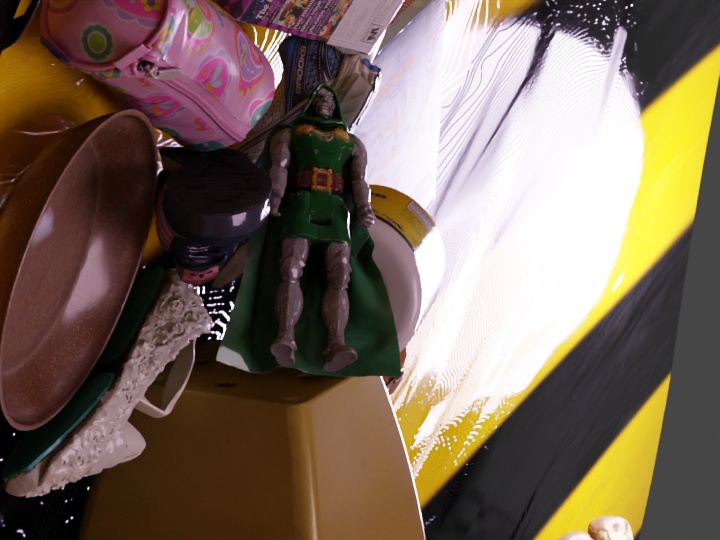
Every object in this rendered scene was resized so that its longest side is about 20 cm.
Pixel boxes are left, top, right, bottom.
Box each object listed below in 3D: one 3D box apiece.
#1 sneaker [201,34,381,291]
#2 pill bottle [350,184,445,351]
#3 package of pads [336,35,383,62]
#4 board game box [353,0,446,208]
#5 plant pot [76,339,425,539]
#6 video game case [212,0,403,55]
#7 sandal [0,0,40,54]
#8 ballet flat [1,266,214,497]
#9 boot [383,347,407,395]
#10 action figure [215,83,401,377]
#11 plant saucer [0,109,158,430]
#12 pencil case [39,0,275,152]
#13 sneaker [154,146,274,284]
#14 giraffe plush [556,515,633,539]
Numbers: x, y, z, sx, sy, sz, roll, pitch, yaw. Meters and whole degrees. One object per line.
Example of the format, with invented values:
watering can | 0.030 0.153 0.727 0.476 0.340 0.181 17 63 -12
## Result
sneaker | -0.067 -0.078 1.534 0.200 0.085 0.077 -56 179 17
pill bottle | 0.000 0.000 1.564 0.200 0.112 0.113 -50 153 -77
package of pads | 0.001 -0.266 1.564 0.155 0.068 0.201 61 48 -64
board game box | 0.005 -0.098 1.737 0.200 0.041 0.200 -47 147 -48
plant pot | -0.075 0.152 1.537 0.200 0.199 0.177 -25 118 -63
video game case | 0.008 -0.238 1.415 0.200 0.036 0.181 -57 157 15
sandal | -0.193 -0.149 1.188 0.076 0.043 0.201 15 91 -70
ballet flat | -0.151 0.080 1.415 0.200 0.072 0.072 -57 154 -36
boot | -0.018 0.074 1.710 0.155 0.077 0.200 -37 148 -32
action figure | -0.029 -0.032 1.424 0.055 0.118 0.201 119 -25 -59
plant saucer | -0.179 -0.005 1.316 0.200 0.037 0.201 21 90 -77
pencil case | -0.119 -0.130 1.330 0.200 0.087 0.088 35 73 -71
sneaker | -0.093 -0.026 1.382 0.200 0.070 0.082 -117 -149 -77
giraffe plush | 0.297 0.428 2.757 0.172 0.200 0.162 -25 163 -24
